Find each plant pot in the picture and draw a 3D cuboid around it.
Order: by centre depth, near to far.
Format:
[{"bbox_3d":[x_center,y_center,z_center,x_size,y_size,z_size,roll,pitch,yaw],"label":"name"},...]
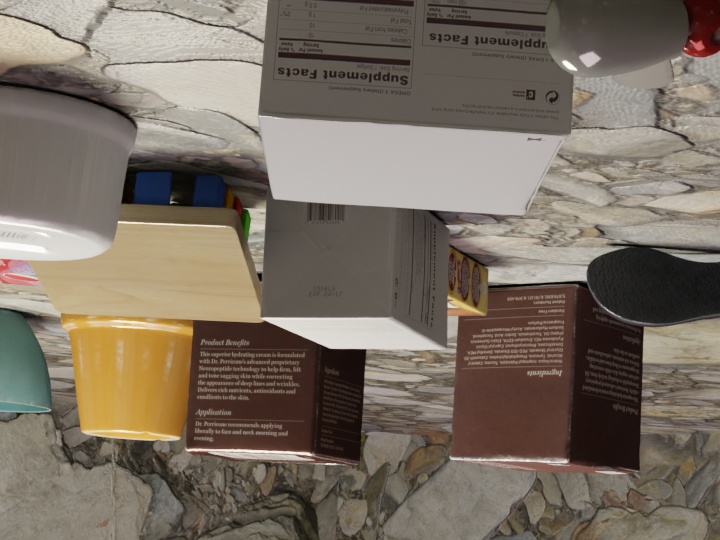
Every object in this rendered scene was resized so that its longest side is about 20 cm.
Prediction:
[{"bbox_3d":[-0.280,0.116,2.130,0.199,0.184,0.200,4,171,1],"label":"plant pot"},{"bbox_3d":[-0.536,0.125,2.431,0.199,0.135,0.200,3,170,1],"label":"plant pot"}]

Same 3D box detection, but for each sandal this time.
[{"bbox_3d":[0.318,0.021,1.662,0.199,0.076,0.043,4,169,-1],"label":"sandal"}]

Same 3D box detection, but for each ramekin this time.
[{"bbox_3d":[-0.274,-0.069,1.296,0.200,0.098,0.200,4,171,1],"label":"ramekin"}]

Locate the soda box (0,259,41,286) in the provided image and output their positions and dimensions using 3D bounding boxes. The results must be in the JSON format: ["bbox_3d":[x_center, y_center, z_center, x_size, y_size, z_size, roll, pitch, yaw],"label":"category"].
[{"bbox_3d":[-0.325,-0.029,1.656,0.070,0.064,0.200,4,171,-3],"label":"soda box"}]

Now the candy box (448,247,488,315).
[{"bbox_3d":[0.047,0.007,1.751,0.116,0.057,0.200,-1,171,23],"label":"candy box"}]

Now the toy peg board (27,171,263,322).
[{"bbox_3d":[-0.190,-0.041,1.520,0.199,0.098,0.199,2,155,6],"label":"toy peg board"}]

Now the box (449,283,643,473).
[{"bbox_3d":[0.217,0.127,1.964,0.164,0.201,0.166,-3,168,37],"label":"box"}]

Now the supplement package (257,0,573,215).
[{"bbox_3d":[0.027,-0.106,0.925,0.155,0.111,0.200,4,170,0],"label":"supplement package"}]

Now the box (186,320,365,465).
[{"bbox_3d":[-0.096,0.125,2.017,0.165,0.201,0.164,0,170,20],"label":"box"}]

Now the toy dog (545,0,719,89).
[{"bbox_3d":[0.171,-0.131,0.788,0.199,0.132,0.096,15,-156,-34],"label":"toy dog"}]

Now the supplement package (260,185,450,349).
[{"bbox_3d":[0.000,0.000,1.529,0.121,0.120,0.200,-1,170,16],"label":"supplement package"}]
